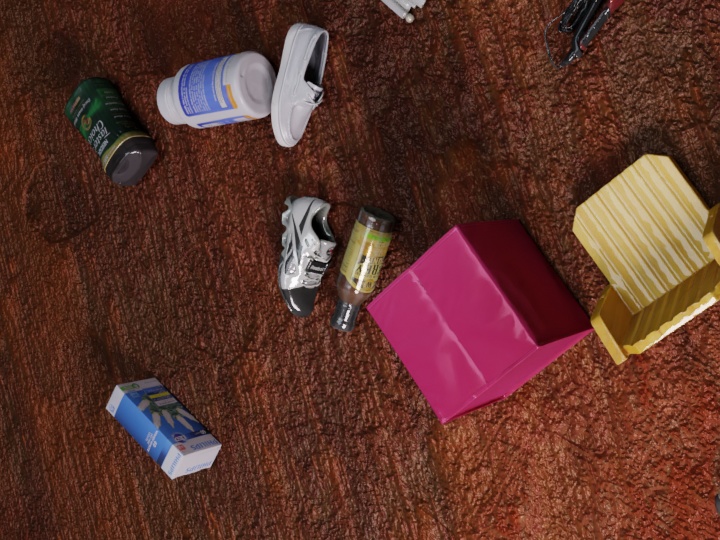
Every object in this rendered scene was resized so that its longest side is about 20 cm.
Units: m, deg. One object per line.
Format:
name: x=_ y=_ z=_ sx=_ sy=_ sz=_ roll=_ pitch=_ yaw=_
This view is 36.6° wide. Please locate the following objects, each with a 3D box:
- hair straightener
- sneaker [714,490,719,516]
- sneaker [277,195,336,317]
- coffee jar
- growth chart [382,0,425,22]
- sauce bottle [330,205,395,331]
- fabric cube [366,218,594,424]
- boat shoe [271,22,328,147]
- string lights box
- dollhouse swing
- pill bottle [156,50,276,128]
hair straightener: x=0.316 y=-0.368 z=1.496 sx=0.077 sy=0.041 sz=0.200 roll=46 pitch=122 yaw=23
sneaker: x=0.497 y=0.388 z=1.406 sx=0.106 sy=0.075 sz=0.201 roll=-41 pitch=72 yaw=28
sneaker: x=-0.082 y=-0.021 z=1.780 sx=0.088 sy=0.074 sz=0.201 roll=3 pitch=96 yaw=37
coffee jar: x=-0.460 y=-0.256 z=2.020 sx=0.200 sy=0.085 sz=0.104 roll=52 pitch=120 yaw=20
growth chart: x=0.088 y=-0.482 z=1.653 sx=0.200 sy=0.018 sz=0.145 roll=-47 pitch=68 yaw=29
sauce bottle: x=0.000 y=0.000 z=1.732 sx=0.065 sy=0.065 sz=0.201 roll=28 pitch=112 yaw=30
fabric cube: x=0.170 y=0.067 z=1.538 sx=0.200 sy=0.196 sz=0.200 roll=-43 pitch=72 yaw=29
boat shoe: x=-0.091 y=-0.298 z=1.772 sx=0.068 sy=0.072 sz=0.201 roll=15 pitch=94 yaw=34
string lights box: x=-0.360 y=0.285 z=1.987 sx=0.200 sy=0.103 sz=0.059 roll=39 pitch=114 yaw=25
dollhouse swing: x=0.367 y=-0.027 z=1.414 sx=0.176 sy=0.182 sz=0.200 roll=49 pitch=121 yaw=-2
pill bottle: x=-0.248 y=-0.302 z=1.850 sx=0.199 sy=0.112 sz=0.113 roll=-3 pitch=93 yaw=35
